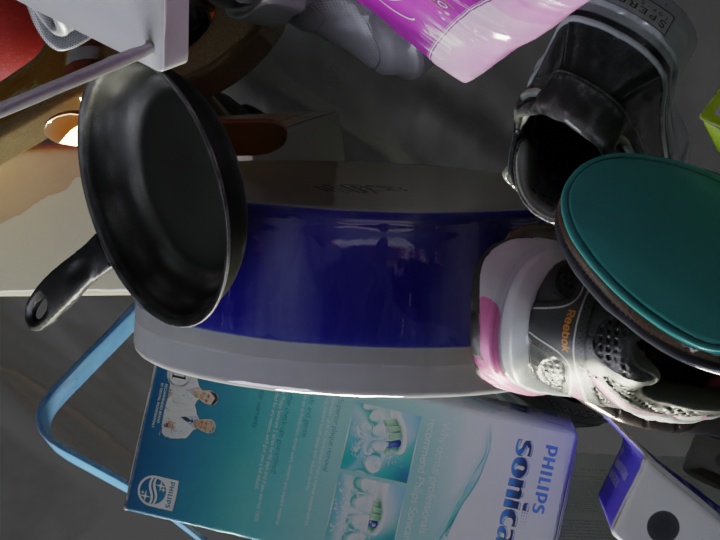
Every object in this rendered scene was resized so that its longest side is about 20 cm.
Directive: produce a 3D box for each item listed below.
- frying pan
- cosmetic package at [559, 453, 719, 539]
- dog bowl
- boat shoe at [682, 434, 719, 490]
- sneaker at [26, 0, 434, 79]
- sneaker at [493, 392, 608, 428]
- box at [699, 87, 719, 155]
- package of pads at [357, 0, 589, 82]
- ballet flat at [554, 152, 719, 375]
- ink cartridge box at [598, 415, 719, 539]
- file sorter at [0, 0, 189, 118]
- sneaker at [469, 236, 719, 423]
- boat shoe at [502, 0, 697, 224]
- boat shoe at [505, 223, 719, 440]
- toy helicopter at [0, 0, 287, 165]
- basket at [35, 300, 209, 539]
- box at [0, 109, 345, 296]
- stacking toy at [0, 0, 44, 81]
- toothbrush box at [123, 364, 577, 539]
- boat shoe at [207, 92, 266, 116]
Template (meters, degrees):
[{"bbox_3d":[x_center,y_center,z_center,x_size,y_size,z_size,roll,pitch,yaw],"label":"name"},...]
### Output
[{"bbox_3d":[-0.089,-0.008,1.160,0.115,0.031,0.190,51,143,30],"label":"frying pan"},{"bbox_3d":[0.097,0.157,1.433,0.199,0.052,0.151,2,-149,-3],"label":"cosmetic package"},{"bbox_3d":[0.000,0.000,1.233,0.199,0.079,0.200,2,-171,0],"label":"dog bowl"},{"bbox_3d":[0.241,0.126,1.296,0.200,0.070,0.071,34,167,15],"label":"boat shoe"},{"bbox_3d":[-0.066,-0.120,1.135,0.200,0.115,0.075,40,167,-16],"label":"sneaker"},{"bbox_3d":[0.070,0.015,1.386,0.200,0.075,0.082,33,162,-33],"label":"sneaker"},{"bbox_3d":[0.208,0.005,1.010,0.122,0.048,0.200,27,163,37],"label":"box"},{"bbox_3d":[0.036,-0.137,0.908,0.120,0.076,0.200,41,167,-7],"label":"package of pads"},{"bbox_3d":[0.155,0.021,0.962,0.200,0.073,0.073,25,163,33],"label":"ballet flat"},{"bbox_3d":[0.156,0.126,1.261,0.200,0.043,0.198,42,-179,3],"label":"ink cartridge box"},{"bbox_3d":[-0.150,-0.167,0.975,0.139,0.124,0.200,28,130,34],"label":"file sorter"},{"bbox_3d":[0.134,0.031,1.077,0.086,0.081,0.200,14,-168,43],"label":"sneaker"},{"bbox_3d":[0.084,-0.052,1.081,0.072,0.071,0.200,33,168,13],"label":"boat shoe"},{"bbox_3d":[0.129,0.030,1.187,0.200,0.076,0.072,27,-176,-31],"label":"boat shoe"},{"bbox_3d":[-0.119,-0.079,1.219,0.132,0.200,0.079,57,179,32],"label":"toy helicopter"},{"bbox_3d":[-0.061,0.052,1.527,0.176,0.200,0.139,29,165,27],"label":"basket"},{"bbox_3d":[-0.111,-0.033,1.407,0.200,0.078,0.095,-1,-169,28],"label":"box"},{"bbox_3d":[-0.198,-0.098,1.367,0.146,0.200,0.146,35,167,9],"label":"stacking toy"},{"bbox_3d":[-0.001,0.091,1.330,0.199,0.086,0.146,12,-179,2],"label":"toothbrush box"},{"bbox_3d":[-0.067,-0.051,1.476,0.201,0.072,0.066,32,-171,21],"label":"boat shoe"}]
